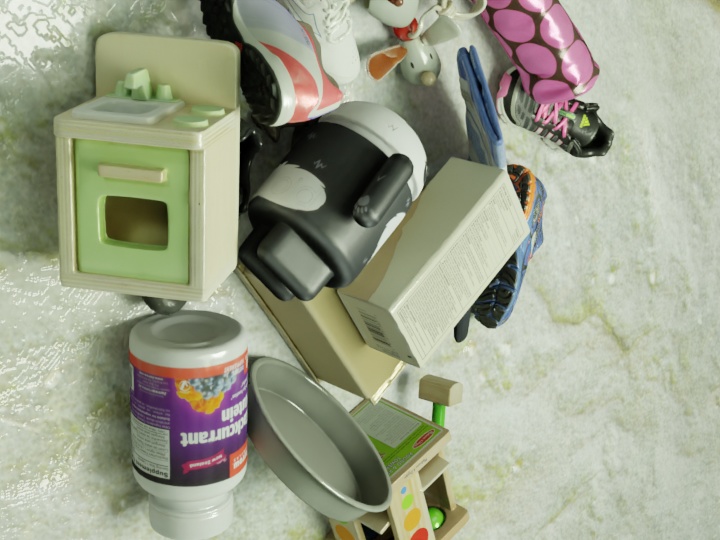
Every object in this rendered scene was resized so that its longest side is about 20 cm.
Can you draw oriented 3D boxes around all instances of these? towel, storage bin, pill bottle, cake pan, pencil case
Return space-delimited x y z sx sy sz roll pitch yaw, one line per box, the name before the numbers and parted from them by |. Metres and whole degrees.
towel | 0.135 -0.127 1.363 0.024 0.148 0.200 -13 146 0
storage bin | 0.000 0.000 1.326 0.199 0.093 0.200 -51 134 -21
pill bottle | -0.162 0.149 1.199 0.111 0.111 0.202 -16 116 -41
cake pan | -0.049 0.175 1.284 0.037 0.201 0.200 -43 139 14
pencil case | 0.180 -0.271 1.384 0.093 0.091 0.200 -28 119 19

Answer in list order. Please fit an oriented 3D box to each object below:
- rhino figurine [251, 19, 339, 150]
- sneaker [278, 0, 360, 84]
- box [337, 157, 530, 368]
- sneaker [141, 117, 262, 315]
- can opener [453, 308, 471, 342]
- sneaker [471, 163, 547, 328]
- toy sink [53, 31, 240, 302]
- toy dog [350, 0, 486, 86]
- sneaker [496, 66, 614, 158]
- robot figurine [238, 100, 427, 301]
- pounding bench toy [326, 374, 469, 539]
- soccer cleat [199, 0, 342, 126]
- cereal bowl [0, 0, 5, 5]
rhino figurine | -0.061 -0.163 1.211 0.087 0.060 0.200 -37 145 -7
sneaker | -0.045 -0.252 1.188 0.075 0.087 0.200 -51 136 -21
box | 0.078 -0.011 1.276 0.200 0.077 0.095 -48 134 -23
sneaker | -0.149 -0.053 1.152 0.076 0.091 0.201 13 96 -44
can opener | 0.109 -0.006 1.459 0.078 0.063 0.201 -24 120 -39
sneaker | 0.187 -0.025 1.528 0.078 0.075 0.201 7 101 -50
toy sink | -0.176 -0.088 1.052 0.112 0.129 0.202 -59 154 -70
toy dog | 0.047 -0.251 1.263 0.132 0.097 0.200 -40 137 21
sneaker | 0.240 -0.186 1.508 0.199 0.087 0.074 26 86 -47
robot figurine | -0.023 -0.064 1.170 0.200 0.150 0.125 -52 151 -21
pounding bench toy | 0.056 0.235 1.449 0.200 0.124 0.157 -38 129 -30
soccer cleat | -0.084 -0.209 1.101 0.073 0.201 0.068 -9 148 -32
cereal bowl | -0.314 -0.264 0.907 0.199 0.083 0.202 -20 119 -41
